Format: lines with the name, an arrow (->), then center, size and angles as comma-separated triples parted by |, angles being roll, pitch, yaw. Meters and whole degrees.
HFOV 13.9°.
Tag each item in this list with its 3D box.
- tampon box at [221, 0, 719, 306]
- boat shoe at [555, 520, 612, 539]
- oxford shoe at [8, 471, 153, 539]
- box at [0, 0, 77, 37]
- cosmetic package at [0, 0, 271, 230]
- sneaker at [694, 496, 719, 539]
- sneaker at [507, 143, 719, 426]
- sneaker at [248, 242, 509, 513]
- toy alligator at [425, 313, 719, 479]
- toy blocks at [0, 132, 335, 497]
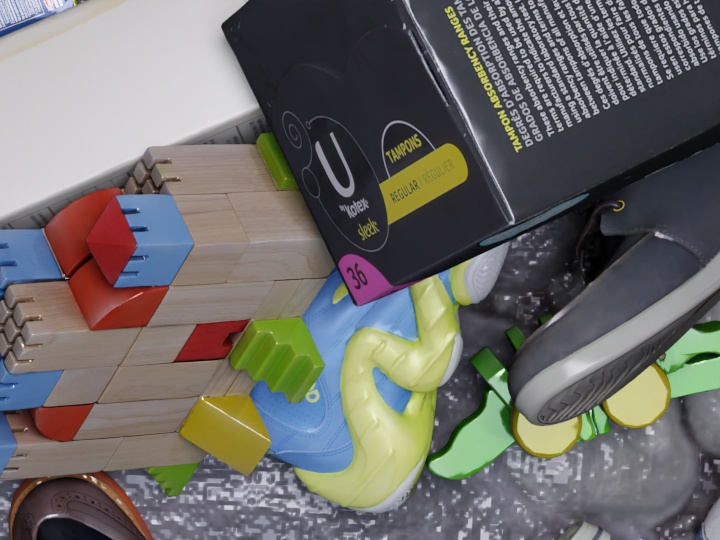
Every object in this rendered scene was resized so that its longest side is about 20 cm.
tampon box -> 0.078, -0.091, 1.105 | 0.200, 0.150, 0.126 | -25, 88, -24
boat shoe -> 0.054, 0.199, 1.274 | 0.062, 0.075, 0.200 | 42, 87, -2
oxford shoe -> -0.083, 0.174, 1.258 | 0.071, 0.073, 0.200 | -40, 99, 1
box -> -0.179, -0.189, 1.203 | 0.064, 0.070, 0.200 | -20, 99, -3
cosmetic package -> -0.100, -0.066, 1.205 | 0.200, 0.105, 0.071 | -23, 82, -3
sneaker -> 0.232, 0.158, 1.292 | 0.200, 0.075, 0.088 | 36, 105, -2
sneaker -> 0.105, -0.023, 1.219 | 0.106, 0.075, 0.200 | 46, 56, 9
sneaker -> 0.000, 0.000, 1.241 | 0.105, 0.076, 0.200 | 17, 97, -6
toy alligator -> 0.117, 0.034, 1.263 | 0.200, 0.059, 0.054 | -19, 99, -2
toy blocks -> -0.099, 0.018, 1.177 | 0.137, 0.100, 0.200 | -3, 142, -36
